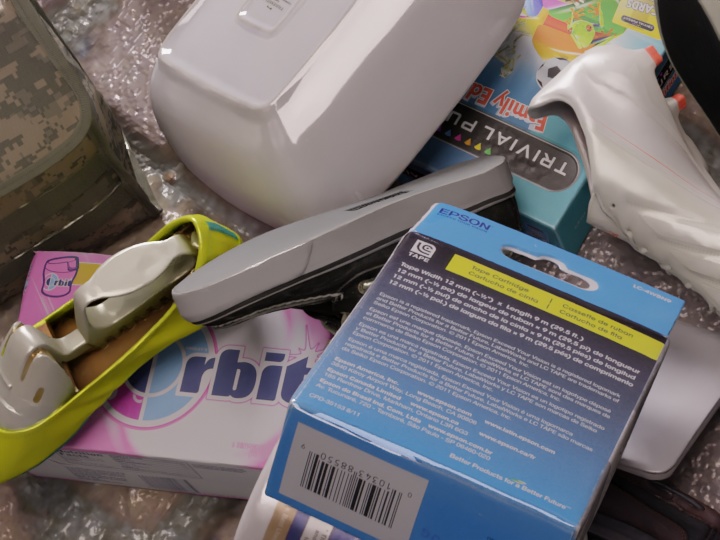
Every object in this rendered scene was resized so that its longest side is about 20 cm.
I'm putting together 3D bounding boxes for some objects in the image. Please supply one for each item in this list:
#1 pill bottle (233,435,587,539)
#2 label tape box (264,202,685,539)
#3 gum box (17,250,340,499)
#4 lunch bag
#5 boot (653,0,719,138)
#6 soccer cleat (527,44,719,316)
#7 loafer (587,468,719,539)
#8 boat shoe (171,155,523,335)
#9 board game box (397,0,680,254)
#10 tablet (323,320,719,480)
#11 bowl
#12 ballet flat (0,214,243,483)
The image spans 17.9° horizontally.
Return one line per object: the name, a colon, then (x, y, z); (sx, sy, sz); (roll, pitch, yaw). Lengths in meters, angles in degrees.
pill bottle: (0.043, 0.151, 1.117); (0.199, 0.111, 0.112); (23, 73, 9)
label tape box: (0.060, 0.059, 1.094); (0.142, 0.066, 0.200); (23, 35, 10)
gum box: (-0.104, 0.059, 1.263); (0.198, 0.066, 0.114); (4, 68, 19)
lunch bag: (-0.226, -0.071, 1.287); (0.163, 0.200, 0.118); (-30, 60, 1)
boot: (0.243, -0.119, 1.174); (0.144, 0.200, 0.072); (-40, 35, -5)
soccer cleat: (0.163, -0.026, 1.202); (0.077, 0.069, 0.201); (-29, 78, -8)
loafer: (0.096, 0.110, 1.187); (0.199, 0.072, 0.063); (30, 53, 22)
boat shoe: (0.000, 0.000, 1.186); (0.199, 0.071, 0.064); (-20, 100, -21)
board game box: (0.102, -0.124, 1.297); (0.150, 0.047, 0.201); (26, 75, 26)
tablet: (0.095, 0.043, 1.202); (0.199, 0.014, 0.130); (19, 38, 23)
bowl: (-0.027, -0.132, 1.286); (0.200, 0.075, 0.200); (-51, 38, -6)
ballet flat: (-0.148, 0.037, 1.210); (0.199, 0.067, 0.067); (-37, 62, 1)
